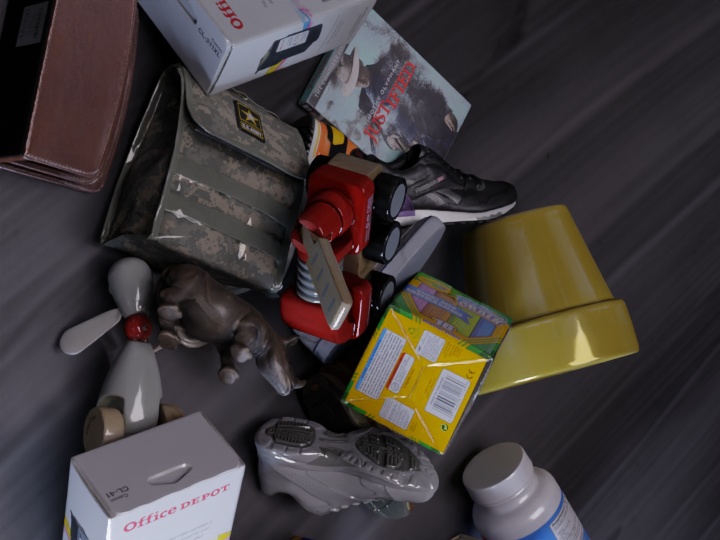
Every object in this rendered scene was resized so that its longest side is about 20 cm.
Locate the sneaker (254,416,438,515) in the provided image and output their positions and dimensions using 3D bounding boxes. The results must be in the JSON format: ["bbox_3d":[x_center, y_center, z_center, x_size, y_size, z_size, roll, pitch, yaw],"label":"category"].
[{"bbox_3d":[-0.016,0.220,1.485,0.078,0.199,0.100,-65,164,-57],"label":"sneaker"}]

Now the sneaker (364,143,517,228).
[{"bbox_3d":[0.090,-0.100,1.573,0.199,0.076,0.088,-7,106,-24],"label":"sneaker"}]

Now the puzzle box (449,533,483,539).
[{"bbox_3d":[0.088,0.360,1.573,0.200,0.133,0.026,-23,106,-36],"label":"puzzle box"}]

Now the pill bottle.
[{"bbox_3d":[0.202,0.307,1.673,0.112,0.112,0.200,-45,115,-28],"label":"pill bottle"}]

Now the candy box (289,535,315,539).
[{"bbox_3d":[-0.060,0.349,1.415,0.169,0.200,0.077,-25,104,-36],"label":"candy box"}]

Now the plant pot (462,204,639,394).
[{"bbox_3d":[0.205,0.031,1.631,0.200,0.200,0.190,-10,82,-37],"label":"plant pot"}]

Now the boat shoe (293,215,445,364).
[{"bbox_3d":[0.000,0.002,1.523,0.086,0.075,0.202,42,89,14],"label":"boat shoe"}]

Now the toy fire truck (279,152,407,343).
[{"bbox_3d":[-0.028,0.004,1.356,0.200,0.128,0.177,-45,148,-52],"label":"toy fire truck"}]

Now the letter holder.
[{"bbox_3d":[-0.259,-0.183,1.318,0.142,0.100,0.201,16,81,-39],"label":"letter holder"}]

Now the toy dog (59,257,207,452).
[{"bbox_3d":[-0.231,0.099,1.366,0.132,0.096,0.201,31,57,-31],"label":"toy dog"}]

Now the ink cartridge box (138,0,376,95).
[{"bbox_3d":[-0.107,-0.279,1.401,0.200,0.083,0.146,-27,74,-37],"label":"ink cartridge box"}]

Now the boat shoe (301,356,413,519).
[{"bbox_3d":[0.011,0.183,1.549,0.074,0.075,0.201,-47,119,-43],"label":"boat shoe"}]

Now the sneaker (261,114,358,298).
[{"bbox_3d":[-0.050,-0.061,1.498,0.090,0.070,0.201,20,78,-34],"label":"sneaker"}]

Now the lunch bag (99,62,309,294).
[{"bbox_3d":[-0.145,-0.093,1.399,0.164,0.117,0.201,26,70,-37],"label":"lunch bag"}]

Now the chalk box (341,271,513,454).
[{"bbox_3d":[0.079,0.089,1.501,0.125,0.123,0.200,-65,173,17],"label":"chalk box"}]

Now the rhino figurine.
[{"bbox_3d":[-0.123,0.062,1.364,0.200,0.060,0.088,35,33,-30],"label":"rhino figurine"}]

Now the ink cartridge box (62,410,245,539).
[{"bbox_3d":[-0.201,0.247,1.319,0.147,0.086,0.201,-18,137,-35],"label":"ink cartridge box"}]

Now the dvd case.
[{"bbox_3d":[0.032,-0.189,1.591,0.200,0.022,0.146,39,68,-30],"label":"dvd case"}]
